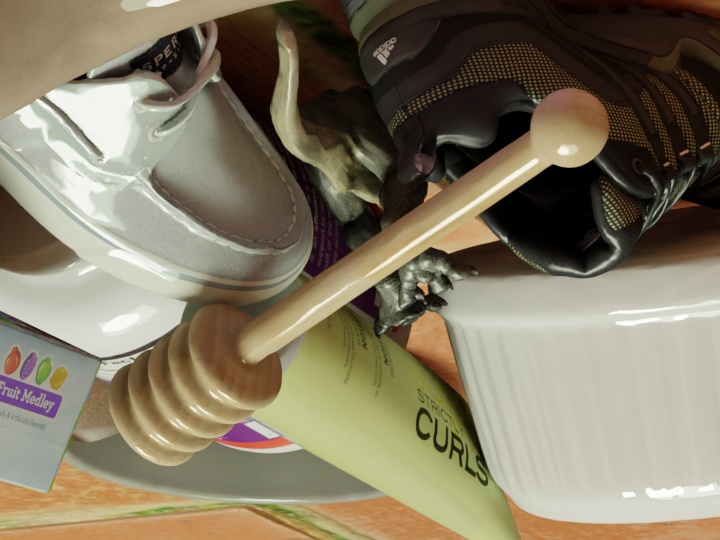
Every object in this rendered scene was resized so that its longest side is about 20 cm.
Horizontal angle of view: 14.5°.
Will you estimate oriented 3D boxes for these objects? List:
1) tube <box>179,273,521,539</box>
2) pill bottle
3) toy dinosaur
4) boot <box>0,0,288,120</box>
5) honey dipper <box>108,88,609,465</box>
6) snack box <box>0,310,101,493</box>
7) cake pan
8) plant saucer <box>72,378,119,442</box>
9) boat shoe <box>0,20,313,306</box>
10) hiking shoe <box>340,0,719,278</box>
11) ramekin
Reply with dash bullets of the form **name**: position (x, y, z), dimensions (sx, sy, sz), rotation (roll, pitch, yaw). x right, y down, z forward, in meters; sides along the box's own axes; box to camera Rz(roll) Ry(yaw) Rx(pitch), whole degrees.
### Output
- **tube**: position (0.007, 0.049, 1.004), dimensions (0.052, 0.058, 0.200), rotation (12, 166, 33)
- **pill bottle**: position (-0.067, -0.010, 1.014), dimensions (0.112, 0.113, 0.200), rotation (-7, 159, 25)
- **toy dinosaur**: position (0.004, -0.028, 0.928), dimensions (0.047, 0.088, 0.200), rotation (-25, 174, 8)
- **boot**: position (-0.015, -0.089, 0.689), dimensions (0.146, 0.200, 0.070), rotation (12, 139, 26)
- **honey dipper**: position (0.000, 0.000, 0.856), dimensions (0.038, 0.038, 0.200), rotation (19, 137, -42)
- **snack box**: position (-0.188, 0.007, 0.855), dimensions (0.142, 0.053, 0.200), rotation (21, 177, 28)
- **cake pan**: position (-0.051, 0.073, 1.371), dimensions (0.199, 0.037, 0.200), rotation (2, 161, 1)
- **plant saucer**: position (-0.173, 0.023, 1.124), dimensions (0.200, 0.032, 0.200), rotation (26, 173, 3)
- **boat shoe**: position (-0.083, -0.061, 0.861), dimensions (0.201, 0.070, 0.071), rotation (38, 144, -22)
- **hiking shoe**: position (0.076, -0.036, 0.927), dimensions (0.200, 0.101, 0.076), rotation (16, 147, -36)
- **ramekin**: position (0.128, 0.029, 1.023), dimensions (0.202, 0.095, 0.202), rotation (-9, -175, 1)
